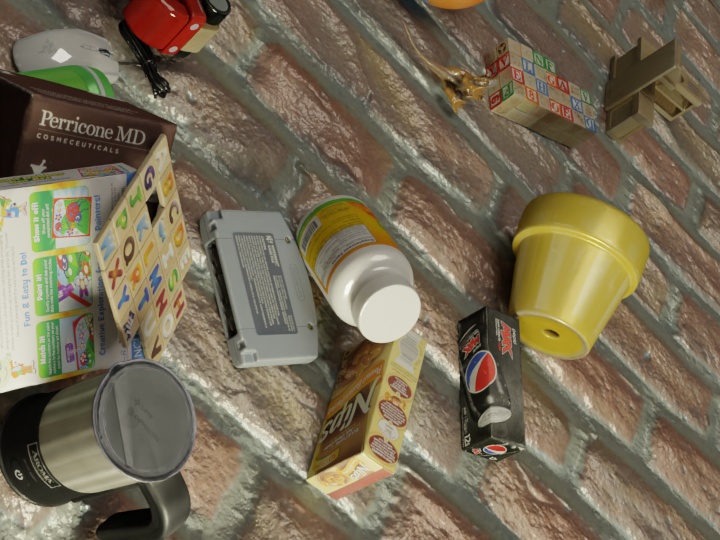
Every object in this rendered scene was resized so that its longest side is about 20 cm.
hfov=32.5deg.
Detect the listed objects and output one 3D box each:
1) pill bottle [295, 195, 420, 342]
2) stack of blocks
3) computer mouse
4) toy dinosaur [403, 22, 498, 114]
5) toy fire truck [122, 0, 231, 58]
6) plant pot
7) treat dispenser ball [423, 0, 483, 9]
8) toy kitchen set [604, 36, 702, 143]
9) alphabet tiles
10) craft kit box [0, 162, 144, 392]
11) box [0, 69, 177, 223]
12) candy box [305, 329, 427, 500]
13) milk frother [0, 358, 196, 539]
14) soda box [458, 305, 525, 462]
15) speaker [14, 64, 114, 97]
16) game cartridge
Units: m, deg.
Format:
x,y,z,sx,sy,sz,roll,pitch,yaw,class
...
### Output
x,y,z,sx,sy,sz,roll,pitch,yaw,class
0.000,0.000,1.544,0.110,0.112,0.200,19,22,-34,pill bottle
0.305,-0.297,2.089,0.198,0.058,0.116,19,55,-34,stack of blocks
-0.326,-0.259,1.505,0.199,0.044,0.111,-11,75,-45,computer mouse
0.142,-0.306,1.961,0.199,0.061,0.107,18,31,-41,toy dinosaur
-0.270,-0.375,1.531,0.199,0.128,0.178,-2,62,-51,toy fire truck
0.307,0.019,1.831,0.200,0.200,0.190,35,64,-22,plant pot
0.149,-0.519,1.968,0.199,0.200,0.203,21,54,-32,treat dispenser ball
0.569,-0.317,2.265,0.180,0.163,0.202,33,49,-24,toy kitchen set
-0.208,-0.005,1.228,0.168,0.007,0.202,-69,160,-45,alphabet tiles
-0.305,0.009,1.177,0.196,0.048,0.203,-12,113,-37,craft kit box
-0.314,-0.084,1.270,0.165,0.164,0.202,8,102,-38,box
0.009,0.170,1.516,0.055,0.115,0.201,36,47,-20,candy box
-0.227,0.157,1.251,0.181,0.187,0.201,50,47,-21,milk frother
0.181,0.156,1.719,0.070,0.063,0.202,22,53,-32,soda box
-0.375,-0.179,1.386,0.199,0.088,0.089,-19,81,-46,speaker
-0.121,0.022,1.540,0.132,0.041,0.202,3,65,-46,game cartridge
